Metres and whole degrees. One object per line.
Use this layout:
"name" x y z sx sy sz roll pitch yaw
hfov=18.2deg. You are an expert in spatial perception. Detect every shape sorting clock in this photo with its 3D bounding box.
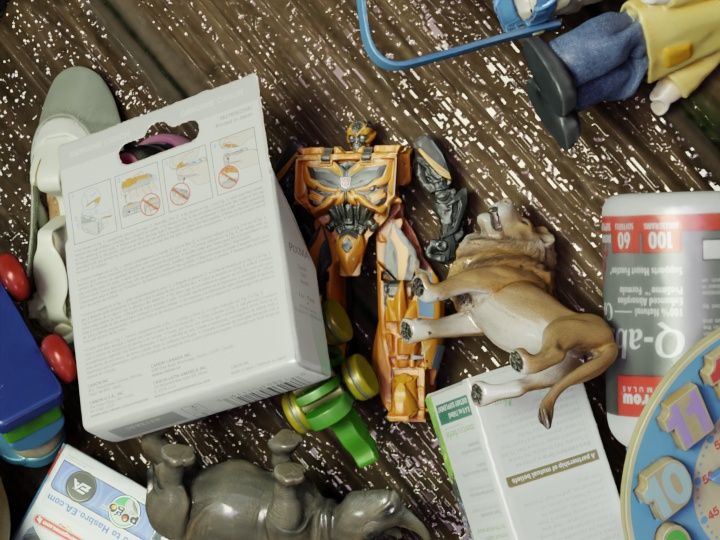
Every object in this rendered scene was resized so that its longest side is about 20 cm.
"shape sorting clock" 0.242 0.120 1.337 0.199 0.039 0.201 -5 103 -23

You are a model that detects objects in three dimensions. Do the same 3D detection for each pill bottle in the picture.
"pill bottle" 0.210 0.051 1.401 0.115 0.116 0.201 -2 91 18

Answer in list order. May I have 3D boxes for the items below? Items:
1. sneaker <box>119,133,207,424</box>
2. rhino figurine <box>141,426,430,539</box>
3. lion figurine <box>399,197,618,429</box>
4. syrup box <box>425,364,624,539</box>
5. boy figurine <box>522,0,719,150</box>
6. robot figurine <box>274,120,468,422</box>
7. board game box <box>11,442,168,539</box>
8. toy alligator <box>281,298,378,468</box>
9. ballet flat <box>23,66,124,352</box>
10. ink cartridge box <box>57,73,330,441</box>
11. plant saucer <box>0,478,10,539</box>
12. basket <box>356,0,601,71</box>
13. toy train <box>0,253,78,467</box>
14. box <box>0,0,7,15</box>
"sneaker" -0.139 0.007 1.524 0.079 0.095 0.201 -9 89 15
"rhino figurine" -0.051 0.152 1.466 0.199 0.060 0.088 11 126 8
"lion figurine" 0.106 0.032 1.401 0.200 0.122 0.073 48 138 45
"syrup box" 0.117 0.160 1.437 0.081 0.079 0.201 -14 84 -20
"boy figurine" 0.200 -0.146 1.411 0.199 0.125 0.065 -23 55 -11
"robot figurine" 0.000 0.000 1.497 0.144 0.058 0.201 -2 90 17
"board game box" -0.159 0.251 1.524 0.199 0.056 0.196 28 84 14
"toy alligator" -0.044 0.037 1.453 0.059 0.054 0.201 -28 83 16
"ballet flat" -0.201 -0.043 1.558 0.067 0.064 0.201 0 90 21
"ink cartridge box" -0.111 -0.006 1.446 0.160 0.050 0.201 -18 66 22
"plant saucer" -0.290 0.211 1.533 0.035 0.200 0.201 27 101 -28
"basket" 0.085 -0.224 1.417 0.199 0.139 0.177 -9 87 -13
"toy train" -0.263 0.037 1.536 0.084 0.116 0.200 -28 65 -13
"box" -0.379 -0.167 1.594 0.199 0.104 0.183 26 96 15
